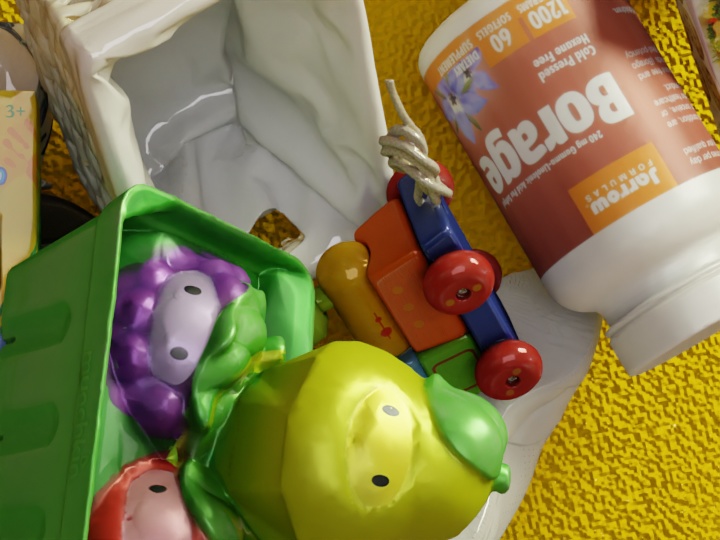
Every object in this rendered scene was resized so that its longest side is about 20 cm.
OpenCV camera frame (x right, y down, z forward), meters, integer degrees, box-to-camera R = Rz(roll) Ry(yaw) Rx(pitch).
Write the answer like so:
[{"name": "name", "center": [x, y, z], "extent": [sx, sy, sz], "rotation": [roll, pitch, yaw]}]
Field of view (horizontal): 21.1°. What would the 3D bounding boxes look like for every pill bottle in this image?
[{"name": "pill bottle", "center": [0.123, -0.053, 0.984], "extent": [0.112, 0.112, 0.200], "rotation": [-28, 80, -10]}]

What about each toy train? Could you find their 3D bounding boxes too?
[{"name": "toy train", "center": [0.000, 0.000, 0.915], "extent": [0.115, 0.085, 0.200], "rotation": [-27, 134, 6]}]

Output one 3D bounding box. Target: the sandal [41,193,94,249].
[{"name": "sandal", "center": [-0.225, -0.009, 0.968], "extent": [0.199, 0.055, 0.082], "rotation": [-9, 130, -2]}]

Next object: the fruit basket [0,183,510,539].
[{"name": "fruit basket", "center": [-0.050, 0.076, 0.810], "extent": [0.155, 0.215, 0.216], "rotation": [26, 82, -50]}]

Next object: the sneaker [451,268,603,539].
[{"name": "sneaker", "center": [0.068, 0.089, 1.013], "extent": [0.075, 0.089, 0.200], "rotation": [19, 58, 22]}]

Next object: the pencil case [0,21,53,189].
[{"name": "pencil case", "center": [-0.246, -0.094, 0.956], "extent": [0.199, 0.078, 0.090], "rotation": [10, 102, -10]}]

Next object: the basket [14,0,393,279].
[{"name": "basket", "center": [-0.077, -0.089, 0.916], "extent": [0.135, 0.200, 0.123], "rotation": [-29, 50, -15]}]

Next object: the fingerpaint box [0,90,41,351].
[{"name": "fingerpaint box", "center": [-0.246, 0.002, 0.879], "extent": [0.199, 0.073, 0.168], "rotation": [0, 88, -8]}]

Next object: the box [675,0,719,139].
[{"name": "box", "center": [0.196, -0.105, 0.990], "extent": [0.039, 0.042, 0.200], "rotation": [-25, 136, 4]}]
